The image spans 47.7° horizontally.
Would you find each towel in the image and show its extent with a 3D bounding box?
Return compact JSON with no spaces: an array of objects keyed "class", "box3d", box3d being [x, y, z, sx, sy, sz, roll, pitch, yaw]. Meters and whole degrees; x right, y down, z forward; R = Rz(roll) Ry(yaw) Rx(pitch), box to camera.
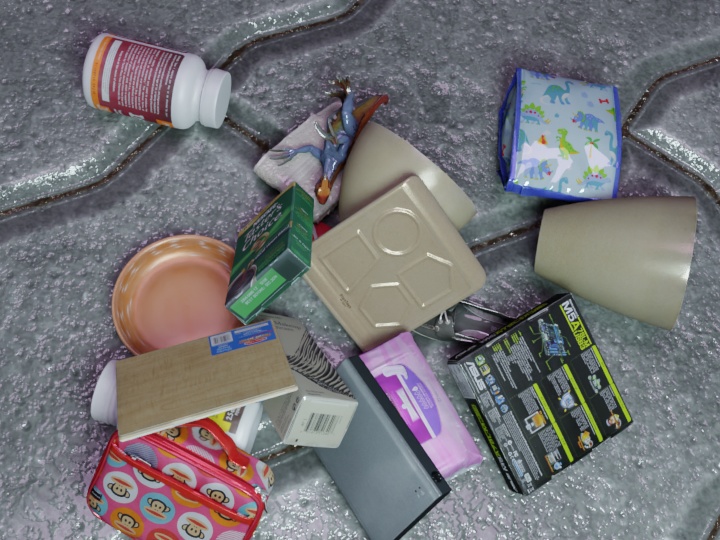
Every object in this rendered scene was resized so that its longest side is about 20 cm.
[{"class":"towel","box3d":[-0.048,-0.170,1.234,0.132,0.035,0.200,39,63,13]}]

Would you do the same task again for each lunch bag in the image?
[{"class":"lunch bag","box3d":[-0.204,0.246,0.950,0.199,0.177,0.082,28,25,-3]},{"class":"lunch bag","box3d":[0.300,-0.188,1.238,0.168,0.128,0.202,8,55,-3]}]

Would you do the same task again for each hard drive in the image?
[{"class":"hard drive","box3d":[0.010,0.226,1.008,0.033,0.140,0.201,-10,55,-47]}]

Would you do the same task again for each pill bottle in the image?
[{"class":"pill bottle","box3d":[-0.229,0.177,1.023,0.198,0.109,0.110,16,65,1]},{"class":"pill bottle","box3d":[-0.301,-0.277,1.219,0.198,0.113,0.114,14,65,1]}]

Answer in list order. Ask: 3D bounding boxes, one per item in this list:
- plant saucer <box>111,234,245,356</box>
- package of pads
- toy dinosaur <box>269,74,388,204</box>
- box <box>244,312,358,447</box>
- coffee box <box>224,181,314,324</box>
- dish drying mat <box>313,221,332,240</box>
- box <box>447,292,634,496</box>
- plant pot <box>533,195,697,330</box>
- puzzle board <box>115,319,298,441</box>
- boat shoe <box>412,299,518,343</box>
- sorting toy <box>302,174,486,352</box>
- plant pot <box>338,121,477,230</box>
[{"class":"plant saucer","box3d":[-0.238,0.047,1.121,0.198,0.038,0.202,3,66,-6]},{"class":"package of pads","box3d":[0.059,0.194,1.065,0.120,0.076,0.201,-25,70,-16]},{"class":"toy dinosaur","box3d":[-0.025,-0.185,1.182,0.198,0.105,0.184,0,82,-24]},{"class":"box","box3d":[-0.085,0.132,1.015,0.082,0.069,0.200,12,21,-33]},{"class":"coffee box","box3d":[-0.118,-0.028,1.076,0.044,0.123,0.201,41,22,-22]},{"class":"dish drying mat","box3d":[0.000,0.000,1.179,0.199,0.018,0.077,29,65,7]},{"class":"box","box3d":[0.241,0.161,1.082,0.192,0.047,0.201,-29,93,-19]},{"class":"plant pot","box3d":[0.353,-0.027,1.155,0.198,0.188,0.189,11,64,14]},{"class":"puzzle board","box3d":[-0.183,0.125,0.948,0.198,0.018,0.151,-15,29,-11]},{"class":"boat shoe","box3d":[0.156,0.070,1.134,0.198,0.057,0.067,15,65,-5]},{"class":"sorting toy","box3d":[0.041,-0.004,1.082,0.199,0.037,0.186,-34,112,11]},{"class":"plant pot","box3d":[0.045,-0.092,1.146,0.200,0.200,0.135,39,90,12]}]
